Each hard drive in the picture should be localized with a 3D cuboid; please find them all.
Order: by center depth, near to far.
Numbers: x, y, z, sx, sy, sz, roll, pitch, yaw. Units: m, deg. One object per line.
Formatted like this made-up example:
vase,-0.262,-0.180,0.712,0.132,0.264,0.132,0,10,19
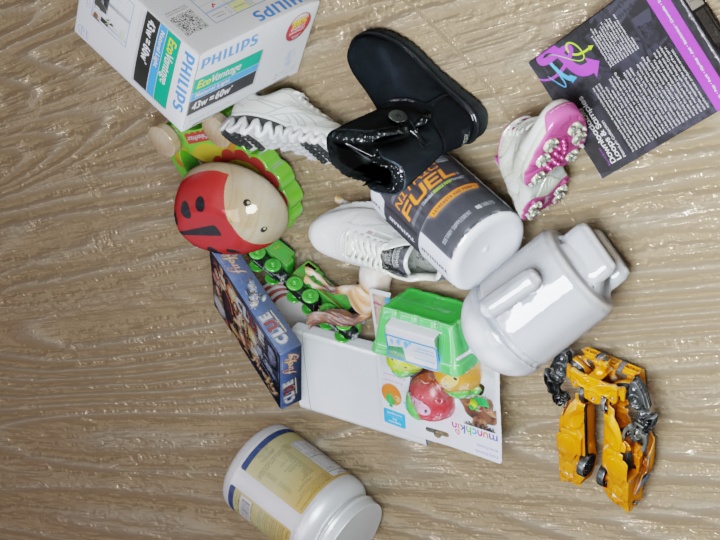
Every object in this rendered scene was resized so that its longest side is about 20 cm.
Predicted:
hard drive,0.002,0.150,1.860,0.199,0.027,0.132,13,126,27

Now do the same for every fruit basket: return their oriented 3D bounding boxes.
fruit basket,0.088,0.130,1.714,0.185,0.094,0.201,16,117,34

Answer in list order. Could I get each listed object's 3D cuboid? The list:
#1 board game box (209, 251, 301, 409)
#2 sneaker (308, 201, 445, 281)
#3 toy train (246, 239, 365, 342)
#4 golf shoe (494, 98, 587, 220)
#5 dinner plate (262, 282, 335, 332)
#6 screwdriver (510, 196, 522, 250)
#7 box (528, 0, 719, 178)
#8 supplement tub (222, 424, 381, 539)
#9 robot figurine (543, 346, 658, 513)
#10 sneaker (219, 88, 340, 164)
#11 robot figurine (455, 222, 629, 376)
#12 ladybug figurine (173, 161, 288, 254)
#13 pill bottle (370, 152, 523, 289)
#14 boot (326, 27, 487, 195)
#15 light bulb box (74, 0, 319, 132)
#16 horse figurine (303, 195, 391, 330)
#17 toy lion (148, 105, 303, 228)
board game box,-0.142,0.072,1.901,0.200,0.035,0.136,54,157,31
sneaker,0.024,-0.030,1.656,0.199,0.080,0.077,9,115,22
toy train,-0.068,0.021,1.852,0.200,0.056,0.042,38,150,22
golf shoe,0.176,-0.128,1.447,0.092,0.075,0.200,57,164,19
dinner plate,-0.075,0.101,1.941,0.200,0.024,0.201,26,132,32
screwdriver,0.183,-0.012,1.582,0.029,0.028,0.201,-126,23,-55
box,0.269,-0.192,1.365,0.200,0.036,0.143,-32,91,50
supplement tub,-0.083,0.329,2.009,0.200,0.144,0.145,34,136,27
robot figurine,0.275,0.172,1.591,0.145,0.058,0.201,23,131,35
sneaker,-0.075,-0.181,1.709,0.199,0.081,0.075,14,166,23
robot figurine,0.189,0.036,1.504,0.200,0.169,0.113,-40,60,18
ladybug figurine,-0.177,-0.072,1.819,0.200,0.072,0.136,-7,125,51
pill bottle,0.082,-0.076,1.570,0.200,0.106,0.106,45,142,36
boot,0.019,-0.176,1.533,0.200,0.168,0.077,40,139,21
light bulb box,-0.193,-0.299,1.648,0.200,0.198,0.125,44,142,18
horse figurine,0.000,0.000,1.752,0.132,0.050,0.200,27,121,6
toy lion,-0.167,-0.130,1.856,0.200,0.069,0.192,-2,121,48
